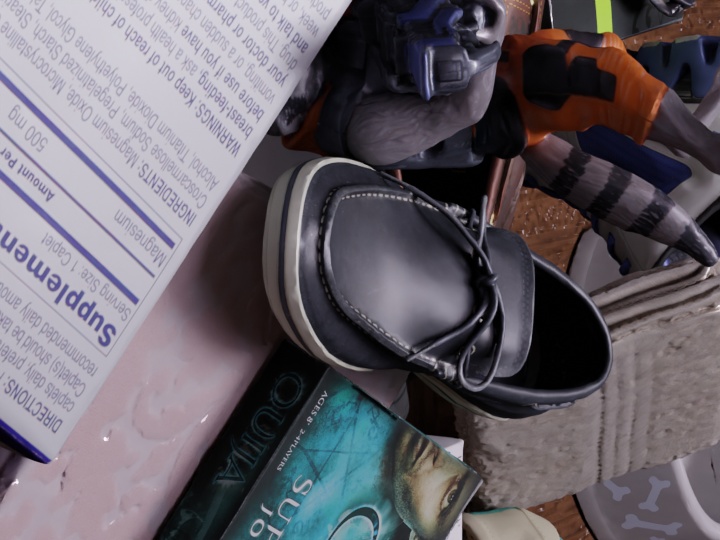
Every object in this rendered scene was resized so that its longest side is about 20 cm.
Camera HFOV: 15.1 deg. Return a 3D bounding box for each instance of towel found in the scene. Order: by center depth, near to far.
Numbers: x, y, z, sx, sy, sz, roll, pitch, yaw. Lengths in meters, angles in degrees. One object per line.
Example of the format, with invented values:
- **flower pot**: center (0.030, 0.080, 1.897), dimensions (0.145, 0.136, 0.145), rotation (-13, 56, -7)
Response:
- **towel**: center (-0.066, 0.066, 0.975), dimensions (0.201, 0.032, 0.191), rotation (-58, 145, -1)
- **towel**: center (0.104, 0.054, 1.219), dimensions (0.200, 0.132, 0.035), rotation (81, -9, -66)

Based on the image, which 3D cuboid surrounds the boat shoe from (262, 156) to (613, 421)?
- **boat shoe**: center (0.030, 0.008, 0.970), dimensions (0.200, 0.062, 0.075), rotation (30, 62, -54)

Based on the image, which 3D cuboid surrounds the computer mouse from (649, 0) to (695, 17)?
- **computer mouse**: center (0.126, -0.224, 1.167), dimensions (0.138, 0.052, 0.201), rotation (37, 67, -58)

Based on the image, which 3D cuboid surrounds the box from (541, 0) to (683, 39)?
- **box**: center (0.051, -0.194, 1.200), dimensions (0.148, 0.124, 0.202), rotation (-24, 107, -59)

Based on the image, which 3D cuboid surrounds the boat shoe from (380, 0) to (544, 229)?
- **boat shoe**: center (0.040, -0.096, 1.084), dimensions (0.070, 0.070, 0.202), rotation (-59, 148, -73)

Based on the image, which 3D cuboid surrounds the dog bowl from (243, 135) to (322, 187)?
- **dog bowl**: center (-0.067, -0.064, 1.033), dimensions (0.200, 0.058, 0.202), rotation (7, 82, -62)

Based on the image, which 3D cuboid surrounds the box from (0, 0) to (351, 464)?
- **box**: center (-0.120, -0.077, 0.828), dimensions (0.201, 0.105, 0.184), rotation (-58, 141, -12)

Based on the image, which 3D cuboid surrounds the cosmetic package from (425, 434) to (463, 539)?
- **cosmetic package**: center (0.006, 0.174, 1.138), dimensions (0.082, 0.050, 0.202), rotation (-18, 110, -62)

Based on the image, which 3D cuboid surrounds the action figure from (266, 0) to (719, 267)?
- **action figure**: center (0.043, -0.057, 0.964), dimensions (0.200, 0.192, 0.105), rotation (-85, -178, -71)

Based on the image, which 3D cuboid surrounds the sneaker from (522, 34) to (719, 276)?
- **sneaker**: center (0.117, -0.042, 1.233), dimensions (0.080, 0.199, 0.116), rotation (0, 86, -49)

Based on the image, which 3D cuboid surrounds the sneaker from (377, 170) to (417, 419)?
- **sneaker**: center (0.003, 0.000, 1.166), dimensions (0.200, 0.060, 0.105), rotation (-40, 122, -60)

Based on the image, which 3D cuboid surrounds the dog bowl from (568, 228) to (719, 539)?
- **dog bowl**: center (0.173, 0.059, 1.470), dimensions (0.200, 0.058, 0.202), rotation (12, 77, -60)

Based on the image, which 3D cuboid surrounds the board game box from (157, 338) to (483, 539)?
- **board game box**: center (-0.042, 0.137, 1.005), dimensions (0.201, 0.028, 0.135), rotation (-58, 145, -4)

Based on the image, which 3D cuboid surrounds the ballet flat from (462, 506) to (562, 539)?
- **ballet flat**: center (0.050, 0.204, 1.238), dimensions (0.069, 0.069, 0.201), rotation (36, 55, -55)
